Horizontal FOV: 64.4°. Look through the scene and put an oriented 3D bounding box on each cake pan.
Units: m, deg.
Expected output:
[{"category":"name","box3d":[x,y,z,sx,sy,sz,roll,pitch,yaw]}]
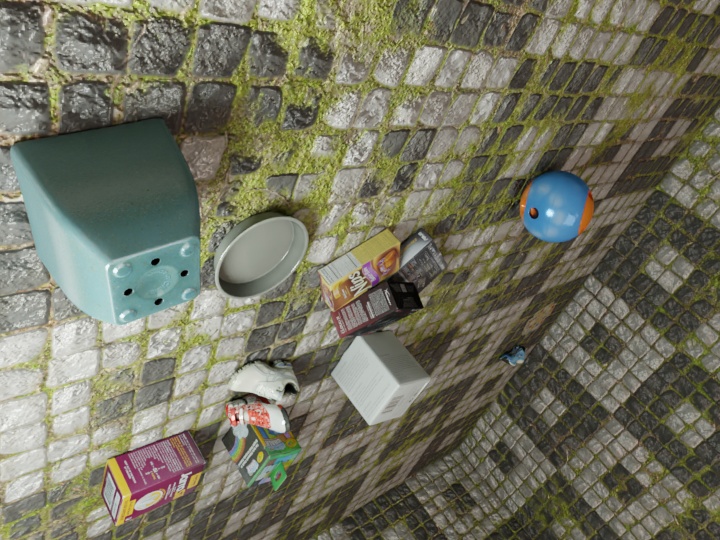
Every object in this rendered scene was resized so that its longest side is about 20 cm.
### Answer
[{"category":"cake pan","box3d":[-0.190,-0.031,1.078,0.199,0.037,0.201,-30,149,-20]}]

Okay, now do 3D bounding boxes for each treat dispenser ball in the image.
[{"category":"treat dispenser ball","box3d":[0.554,-0.180,1.618,0.200,0.201,0.202,-30,149,-20]}]

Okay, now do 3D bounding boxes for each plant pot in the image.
[{"category":"plant pot","box3d":[-0.304,-0.049,0.750,0.195,0.200,0.197,-22,145,-32]}]

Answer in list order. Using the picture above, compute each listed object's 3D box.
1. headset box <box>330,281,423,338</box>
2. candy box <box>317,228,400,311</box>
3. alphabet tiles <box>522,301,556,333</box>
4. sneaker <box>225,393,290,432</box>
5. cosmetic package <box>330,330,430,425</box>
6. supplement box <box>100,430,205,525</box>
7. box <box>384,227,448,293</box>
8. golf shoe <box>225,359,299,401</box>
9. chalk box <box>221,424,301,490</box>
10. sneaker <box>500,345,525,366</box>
[{"category":"headset box","box3d":[0.034,0.102,1.423,0.199,0.078,0.148,-30,163,26]},{"category":"candy box","box3d":[0.000,0.000,1.334,0.199,0.057,0.117,-31,150,-17]},{"category":"alphabet tiles","box3d":[0.848,0.224,2.714,0.199,0.006,0.167,-26,147,-27]},{"category":"sneaker","box3d":[-0.254,0.355,1.377,0.107,0.201,0.068,-11,103,-32]},{"category":"cosmetic package","box3d":[0.058,0.306,1.661,0.166,0.200,0.168,1,130,-50]},{"category":"supplement box","box3d":[-0.484,0.481,1.335,0.199,0.103,0.131,-12,139,-43]},{"category":"box","box3d":[0.139,-0.007,1.500,0.158,0.048,0.200,-42,151,2]},{"category":"golf shoe","box3d":[-0.225,0.273,1.381,0.199,0.097,0.079,0,132,-49]},{"category":"chalk box","box3d":[-0.251,0.480,1.516,0.124,0.200,0.125,6,126,-53]},{"category":"sneaker","box3d":[0.747,0.406,2.789,0.199,0.078,0.091,-3,114,-53]}]
